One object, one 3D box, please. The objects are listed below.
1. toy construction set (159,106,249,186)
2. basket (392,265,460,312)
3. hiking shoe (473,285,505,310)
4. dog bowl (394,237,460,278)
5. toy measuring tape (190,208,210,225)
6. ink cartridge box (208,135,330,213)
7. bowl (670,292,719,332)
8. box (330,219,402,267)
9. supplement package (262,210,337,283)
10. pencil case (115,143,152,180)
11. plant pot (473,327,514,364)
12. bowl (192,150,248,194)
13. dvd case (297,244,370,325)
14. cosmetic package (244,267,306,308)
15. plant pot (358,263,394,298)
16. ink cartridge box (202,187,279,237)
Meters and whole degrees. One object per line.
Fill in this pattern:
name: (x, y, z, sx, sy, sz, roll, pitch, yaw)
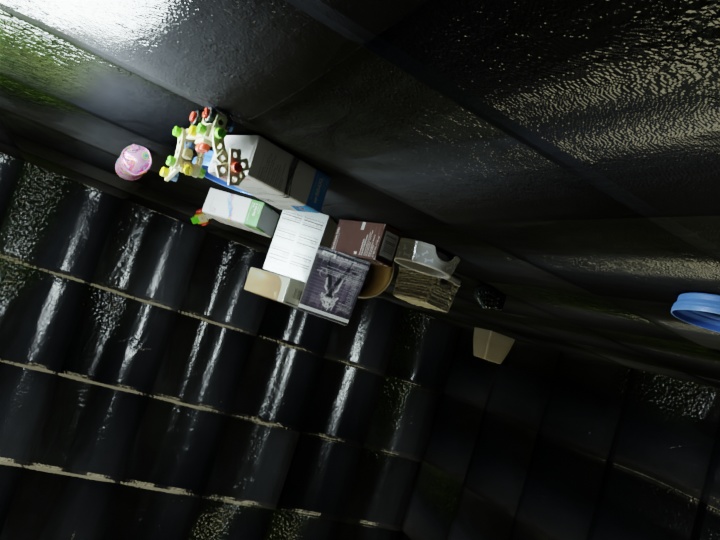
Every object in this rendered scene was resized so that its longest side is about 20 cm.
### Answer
toy construction set: (-0.280, -0.216, 1.066, 0.198, 0.133, 0.092, 14, 173, 38)
basket: (0.223, 0.059, 2.047, 0.134, 0.125, 0.199, 24, 173, -36)
hiking shoe: (0.415, 0.093, 2.005, 0.086, 0.076, 0.199, 13, 172, 38)
dog bowl: (0.179, -0.032, 1.681, 0.197, 0.060, 0.200, 18, 173, 2)
toy measuring tape: (-0.618, -0.227, 2.434, 0.197, 0.075, 0.073, -9, 159, 36)
ink cartridge box: (-0.182, -0.193, 1.201, 0.145, 0.086, 0.199, 12, 171, 44)
bowl: (0.728, 0.090, 1.180, 0.197, 0.040, 0.201, 18, 174, 2)
box: (0.012, -0.076, 1.604, 0.074, 0.102, 0.199, 23, 172, -38)
supplement package: (-0.167, -0.064, 1.764, 0.145, 0.203, 0.191, 17, 173, 13)
pencil case: (-0.638, -0.301, 1.664, 0.086, 0.089, 0.199, 21, 174, -26)
plant pot: (0.832, 0.486, 3.801, 0.197, 0.180, 0.199, 21, 174, -21)
bowl: (-0.296, -0.227, 1.398, 0.197, 0.040, 0.201, 18, 174, 2)
dvd case: (-0.073, 0.043, 1.602, 0.146, 0.202, 0.016, 18, -154, -6)
cosmetic package: (-0.235, 0.052, 1.711, 0.104, 0.072, 0.198, 24, 172, -42)
plant pot: (0.000, 0.000, 1.854, 0.183, 0.189, 0.200, 18, 172, -3)
ink cartridge box: (-0.382, -0.184, 1.903, 0.197, 0.085, 0.145, 17, 174, 14)
